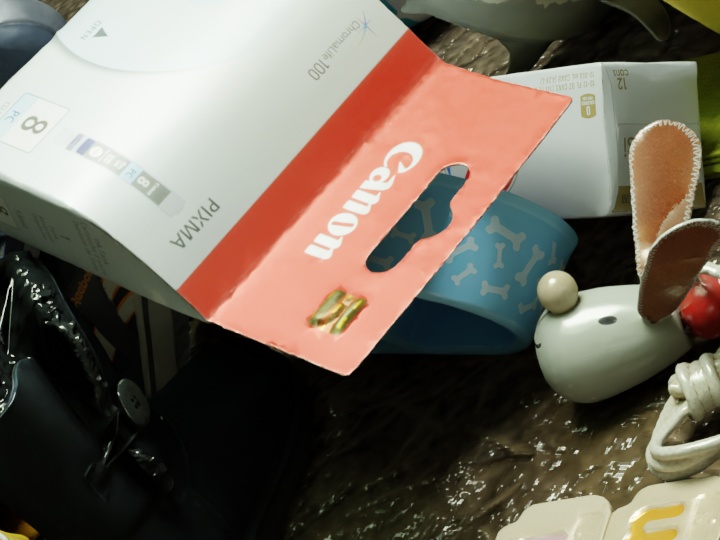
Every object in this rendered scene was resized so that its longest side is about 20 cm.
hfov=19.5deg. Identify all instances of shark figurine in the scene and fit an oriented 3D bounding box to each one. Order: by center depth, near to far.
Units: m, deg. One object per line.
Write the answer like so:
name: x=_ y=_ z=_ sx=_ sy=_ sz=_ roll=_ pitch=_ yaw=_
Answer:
shark figurine: x=0.061 y=-0.128 z=1.035 sx=0.129 sy=0.213 sz=0.090 roll=61 pitch=141 yaw=35

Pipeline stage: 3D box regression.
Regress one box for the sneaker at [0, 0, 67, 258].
sneaker: x=-0.161 y=-0.016 z=0.900 sx=0.082 sy=0.069 sz=0.201 roll=-110 pitch=33 yaw=-53

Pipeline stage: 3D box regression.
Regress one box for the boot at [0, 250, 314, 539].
boot: x=-0.098 y=0.051 z=0.877 sx=0.076 sy=0.169 sz=0.201 roll=-24 pitch=30 yaw=23

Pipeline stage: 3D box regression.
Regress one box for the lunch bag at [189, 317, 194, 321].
lunch bag: x=-0.061 y=-0.084 z=1.077 sx=0.132 sy=0.136 sz=0.201 roll=-23 pitch=29 yaw=27

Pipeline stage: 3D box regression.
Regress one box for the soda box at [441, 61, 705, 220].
soda box: x=0.054 y=-0.051 z=0.926 sx=0.068 sy=0.064 sz=0.199 roll=-6 pitch=1 yaw=-44

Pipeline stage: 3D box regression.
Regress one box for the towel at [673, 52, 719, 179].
towel: x=0.141 y=-0.071 z=0.936 sx=0.199 sy=0.018 sz=0.086 roll=-8 pitch=41 yaw=45

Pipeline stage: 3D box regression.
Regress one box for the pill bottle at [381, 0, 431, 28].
pill bottle: x=-0.018 y=-0.177 z=1.196 sx=0.199 sy=0.111 sz=0.111 roll=-24 pitch=30 yaw=25

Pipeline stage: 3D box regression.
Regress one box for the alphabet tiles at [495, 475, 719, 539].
alphabet tiles: x=0.065 y=0.151 z=0.688 sx=0.194 sy=0.015 sz=0.201 roll=-15 pitch=35 yaw=35

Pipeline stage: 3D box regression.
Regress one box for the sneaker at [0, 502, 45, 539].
sneaker: x=-0.178 y=0.106 z=0.948 sx=0.082 sy=0.078 sz=0.200 roll=-26 pitch=35 yaw=-1

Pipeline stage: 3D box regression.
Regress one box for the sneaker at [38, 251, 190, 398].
sneaker: x=-0.120 y=-0.013 z=0.964 sx=0.079 sy=0.201 sz=0.079 roll=4 pitch=41 yaw=1

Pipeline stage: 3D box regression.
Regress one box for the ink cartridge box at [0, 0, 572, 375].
ink cartridge box: x=-0.042 y=-0.058 z=0.823 sx=0.199 sy=0.047 sz=0.160 roll=21 pitch=57 yaw=33

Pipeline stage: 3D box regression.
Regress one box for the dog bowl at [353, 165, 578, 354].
dog bowl: x=0.000 y=0.000 z=0.900 sx=0.199 sy=0.111 sz=0.050 roll=-1 pitch=71 yaw=45

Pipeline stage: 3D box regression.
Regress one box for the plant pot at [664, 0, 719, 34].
plant pot: x=0.140 y=-0.235 z=0.930 sx=0.190 sy=0.200 sz=0.201 roll=-56 pitch=23 yaw=14

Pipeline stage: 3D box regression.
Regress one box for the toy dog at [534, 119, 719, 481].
toy dog: x=0.144 y=-0.028 z=0.772 sx=0.199 sy=0.097 sz=0.132 roll=-38 pitch=20 yaw=0
